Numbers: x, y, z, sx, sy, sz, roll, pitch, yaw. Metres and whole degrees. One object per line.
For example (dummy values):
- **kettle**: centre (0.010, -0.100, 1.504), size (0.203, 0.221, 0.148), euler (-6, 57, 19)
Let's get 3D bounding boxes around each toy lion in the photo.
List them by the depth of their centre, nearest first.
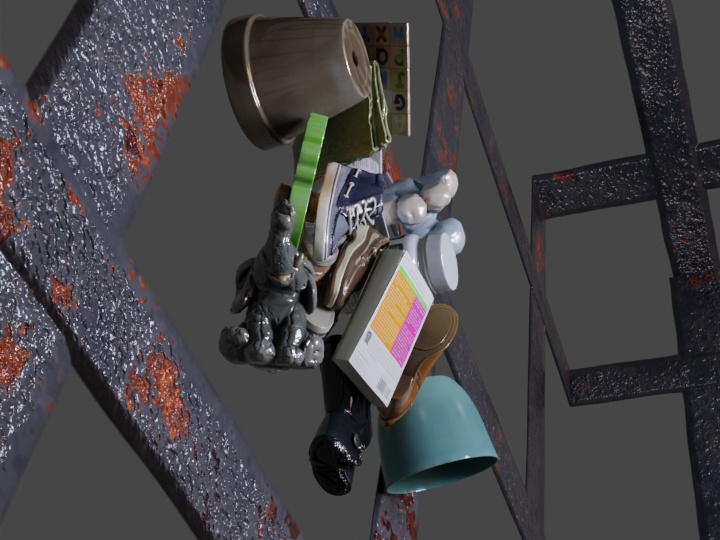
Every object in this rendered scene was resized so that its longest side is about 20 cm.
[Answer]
- **toy lion**: centre (-0.083, -0.114, 1.562), size (0.192, 0.068, 0.200), euler (108, -7, -46)

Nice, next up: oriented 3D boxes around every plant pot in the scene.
- **plant pot**: centre (-0.084, -0.293, 1.631), size (0.200, 0.173, 0.201), euler (-11, 90, -72)
- **plant pot**: centre (0.118, 0.277, 1.917), size (0.201, 0.200, 0.161), euler (36, 35, -65)

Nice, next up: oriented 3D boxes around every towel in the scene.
- **towel**: centre (-0.035, -0.226, 1.719), size (0.036, 0.200, 0.149), euler (10, 70, -45)

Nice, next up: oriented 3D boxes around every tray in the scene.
- **tray**: centre (0.014, -0.105, 1.957), size (0.200, 0.022, 0.108), euler (-125, -163, -72)

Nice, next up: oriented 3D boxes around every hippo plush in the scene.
- **hippo plush**: centre (0.103, -0.082, 2.044), size (0.159, 0.200, 0.161), euler (-41, 119, -40)

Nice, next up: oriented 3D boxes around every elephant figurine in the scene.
- **elephant figurine**: centre (-0.105, 0.026, 1.442), size (0.141, 0.155, 0.201), euler (14, 75, -46)

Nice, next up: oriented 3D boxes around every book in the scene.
- **book**: centre (0.041, 0.087, 1.683), size (0.134, 0.048, 0.200), euler (53, 53, -42)

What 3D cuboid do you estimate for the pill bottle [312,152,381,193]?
- **pill bottle**: centre (-0.021, -0.208, 1.841), size (0.114, 0.114, 0.201), euler (51, 33, -55)

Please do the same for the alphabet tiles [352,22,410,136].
- **alphabet tiles**: centre (-0.003, -0.298, 1.720), size (0.008, 0.200, 0.168), euler (-17, 111, -46)

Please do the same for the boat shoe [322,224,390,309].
- **boat shoe**: centre (0.002, -0.005, 1.711), size (0.202, 0.075, 0.075), euler (-66, 178, -51)

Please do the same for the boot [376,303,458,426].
- **boot**: centre (0.083, 0.156, 1.808), size (0.200, 0.074, 0.155), euler (-51, 166, -23)

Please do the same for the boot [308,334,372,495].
- **boot**: centre (-0.032, 0.215, 1.665), size (0.168, 0.076, 0.201), euler (-58, 141, -69)

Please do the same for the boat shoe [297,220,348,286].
- **boat shoe**: centre (-0.068, -0.027, 1.722), size (0.200, 0.076, 0.072), euler (-59, 169, -71)

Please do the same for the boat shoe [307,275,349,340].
- **boat shoe**: centre (-0.067, 0.063, 1.707), size (0.063, 0.073, 0.200), euler (-61, -178, 22)

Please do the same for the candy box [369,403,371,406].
- **candy box**: centre (0.031, 0.132, 1.853), size (0.200, 0.055, 0.116), euler (-55, 166, -65)

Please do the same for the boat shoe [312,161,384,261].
- **boat shoe**: centre (-0.014, -0.084, 1.611), size (0.200, 0.092, 0.075), euler (-81, 179, -46)

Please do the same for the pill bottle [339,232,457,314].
- **pill bottle**: centre (0.053, 0.003, 1.836), size (0.114, 0.199, 0.114), euler (-10, 90, -71)
